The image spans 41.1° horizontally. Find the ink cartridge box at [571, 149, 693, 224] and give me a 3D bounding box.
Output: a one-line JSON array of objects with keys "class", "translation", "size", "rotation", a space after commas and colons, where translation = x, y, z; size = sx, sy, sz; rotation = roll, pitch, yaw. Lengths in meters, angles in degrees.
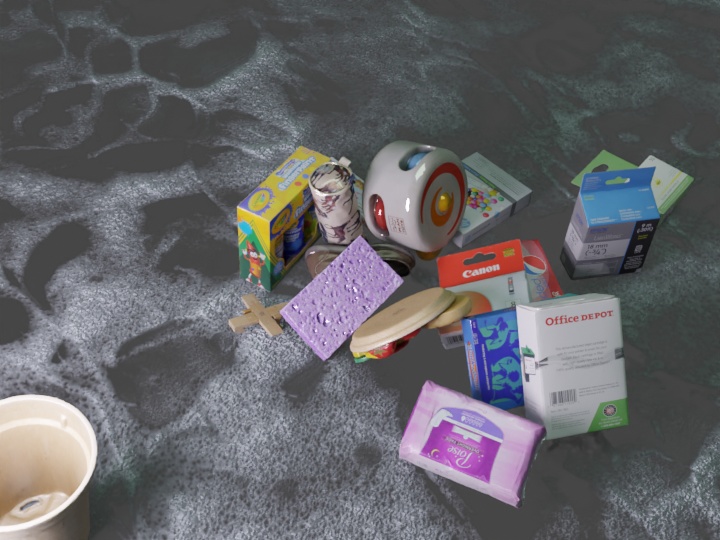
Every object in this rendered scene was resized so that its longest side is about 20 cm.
[{"class": "ink cartridge box", "translation": [0.546, -0.181, 1.930], "size": [0.199, 0.048, 0.145], "rotation": [34, 53, 23]}]

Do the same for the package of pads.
[{"class": "package of pads", "translation": [0.166, 0.257, 1.424], "size": [0.197, 0.076, 0.122], "rotation": [20, 71, 16]}]

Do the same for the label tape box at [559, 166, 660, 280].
[{"class": "label tape box", "translation": [0.450, -0.081, 1.713], "size": [0.141, 0.202, 0.064], "rotation": [-7, 46, -11]}]

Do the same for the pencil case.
[{"class": "pencil case", "translation": [-0.033, -0.101, 1.702], "size": [0.089, 0.202, 0.078], "rotation": [-36, 53, -18]}]

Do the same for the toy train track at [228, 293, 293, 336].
[{"class": "toy train track", "translation": [-0.130, 0.074, 1.635], "size": [0.197, 0.033, 0.115], "rotation": [-17, 42, -28]}]

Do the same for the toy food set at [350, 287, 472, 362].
[{"class": "toy food set", "translation": [0.072, 0.086, 1.548], "size": [0.198, 0.197, 0.049], "rotation": [-31, 98, -21]}]

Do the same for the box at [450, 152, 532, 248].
[{"class": "box", "translation": [0.211, -0.140, 1.865], "size": [0.199, 0.042, 0.156], "rotation": [-31, 55, -29]}]

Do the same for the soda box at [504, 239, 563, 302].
[{"class": "soda box", "translation": [0.306, 0.038, 1.682], "size": [0.069, 0.064, 0.202], "rotation": [-6, 46, -11]}]

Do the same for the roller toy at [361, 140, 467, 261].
[{"class": "roller toy", "translation": [0.103, -0.130, 1.717], "size": [0.138, 0.203, 0.181], "rotation": [17, -1, 37]}]

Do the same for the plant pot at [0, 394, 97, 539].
[{"class": "plant pot", "translation": [-0.437, 0.303, 1.271], "size": [0.196, 0.185, 0.203], "rotation": [3, 44, -2]}]

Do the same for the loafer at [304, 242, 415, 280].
[{"class": "loafer", "translation": [0.000, 0.000, 1.697], "size": [0.196, 0.073, 0.072], "rotation": [-1, 58, -2]}]

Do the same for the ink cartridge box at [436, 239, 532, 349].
[{"class": "ink cartridge box", "translation": [0.209, 0.027, 1.646], "size": [0.159, 0.050, 0.203], "rotation": [-13, 52, 13]}]

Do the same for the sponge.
[{"class": "sponge", "translation": [-0.029, 0.044, 1.613], "size": [0.112, 0.030, 0.200], "rotation": [46, 66, 0]}]

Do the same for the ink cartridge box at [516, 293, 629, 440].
[{"class": "ink cartridge box", "translation": [0.326, 0.143, 1.479], "size": [0.143, 0.204, 0.084], "rotation": [-7, 6, -12]}]

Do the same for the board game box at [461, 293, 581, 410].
[{"class": "board game box", "translation": [0.267, 0.132, 1.531], "size": [0.196, 0.155, 0.045], "rotation": [-12, 7, -16]}]

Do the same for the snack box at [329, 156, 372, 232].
[{"class": "snack box", "translation": [-0.017, -0.150, 1.866], "size": [0.071, 0.025, 0.199], "rotation": [-32, 56, -29]}]

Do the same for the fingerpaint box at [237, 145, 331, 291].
[{"class": "fingerpaint box", "translation": [-0.131, -0.092, 1.700], "size": [0.072, 0.169, 0.200], "rotation": [24, 47, 19]}]
